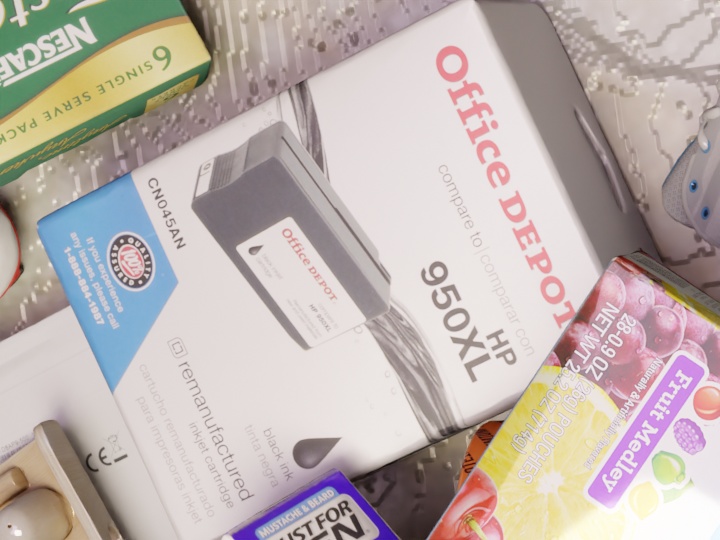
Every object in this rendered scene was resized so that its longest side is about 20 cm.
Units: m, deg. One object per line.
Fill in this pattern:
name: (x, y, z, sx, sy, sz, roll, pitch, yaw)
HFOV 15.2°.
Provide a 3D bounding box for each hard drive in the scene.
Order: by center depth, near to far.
hard drive: (-0.108, 0.122, 1.101, 0.132, 0.027, 0.200, -27, 86, 26)

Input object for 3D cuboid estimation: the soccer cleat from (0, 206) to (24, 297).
soccer cleat: (-0.226, 0.033, 1.108, 0.200, 0.085, 0.069, -33, 84, 18)

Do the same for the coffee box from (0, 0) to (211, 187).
coffee box: (-0.156, -0.138, 1.064, 0.123, 0.044, 0.200, -26, 86, -12)

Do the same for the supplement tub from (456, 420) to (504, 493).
supplement tub: (0.141, 0.101, 0.970, 0.200, 0.123, 0.123, -1, 95, 18)

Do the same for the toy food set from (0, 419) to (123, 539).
toy food set: (-0.159, 0.169, 1.083, 0.200, 0.060, 0.144, -34, 82, 28)

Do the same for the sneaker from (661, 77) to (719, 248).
sneaker: (0.148, -0.053, 0.982, 0.087, 0.075, 0.200, -6, 93, 25)

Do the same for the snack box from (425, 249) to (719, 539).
snack box: (0.123, 0.116, 0.872, 0.200, 0.068, 0.169, 33, 100, 9)

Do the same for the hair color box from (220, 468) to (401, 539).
hair color box: (0.018, 0.183, 0.966, 0.200, 0.065, 0.109, 49, 140, 18)

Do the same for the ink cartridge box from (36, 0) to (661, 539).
ink cartridge box: (0.000, 0.000, 1.028, 0.200, 0.084, 0.145, -27, 86, 19)
